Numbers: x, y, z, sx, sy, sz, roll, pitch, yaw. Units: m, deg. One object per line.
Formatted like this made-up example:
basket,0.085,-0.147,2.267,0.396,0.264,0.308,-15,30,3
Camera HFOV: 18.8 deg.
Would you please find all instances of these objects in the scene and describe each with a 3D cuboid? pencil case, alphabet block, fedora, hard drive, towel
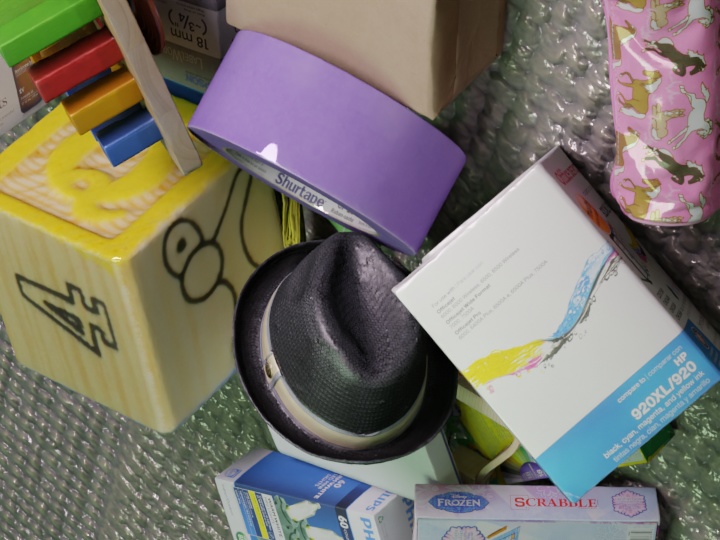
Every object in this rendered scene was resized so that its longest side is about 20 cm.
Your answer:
pencil case,0.208,-0.126,1.475,0.086,0.083,0.201,19,133,35
alphabet block,-0.191,-0.018,1.849,0.195,0.195,0.201,20,138,31
fedora,-0.004,0.044,1.665,0.200,0.200,0.092,41,147,12
hard drive,-0.010,0.123,1.813,0.199,0.025,0.133,15,137,41
towel,-0.051,0.024,1.836,0.018,0.087,0.201,-3,135,2

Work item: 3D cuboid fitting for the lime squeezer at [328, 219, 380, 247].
lime squeezer,0.000,0.000,1.815,0.070,0.038,0.201,-15,109,49

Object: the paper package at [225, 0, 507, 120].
paper package,0.006,-0.237,1.567,0.199,0.103,0.192,27,136,25

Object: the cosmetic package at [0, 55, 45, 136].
cosmetic package,-0.313,-0.197,1.832,0.051,0.200,0.152,14,130,35

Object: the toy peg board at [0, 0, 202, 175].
toy peg board,-0.228,-0.177,1.647,0.200,0.097,0.200,54,170,44

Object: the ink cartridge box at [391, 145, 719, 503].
ink cartridge box,0.147,0.034,1.571,0.144,0.147,0.200,-41,88,13

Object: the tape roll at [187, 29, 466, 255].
tape roll,-0.025,-0.095,1.640,0.199,0.086,0.200,28,176,2

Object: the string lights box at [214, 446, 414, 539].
string lights box,-0.029,0.226,1.909,0.199,0.059,0.104,7,122,44

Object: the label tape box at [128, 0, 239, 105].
label tape box,-0.147,-0.200,1.777,0.143,0.063,0.201,23,134,31

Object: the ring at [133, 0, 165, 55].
ring,-0.203,-0.255,1.665,0.201,0.019,0.201,52,168,15

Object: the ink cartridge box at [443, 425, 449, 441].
ink cartridge box,0.019,0.141,1.890,0.103,0.059,0.201,32,138,25

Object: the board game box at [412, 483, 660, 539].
board game box,0.139,0.261,1.800,0.197,0.041,0.201,1,129,-1

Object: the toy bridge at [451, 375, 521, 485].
toy bridge,0.108,0.103,1.723,0.067,0.027,0.201,31,137,25

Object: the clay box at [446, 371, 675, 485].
clay box,0.146,0.107,1.749,0.199,0.048,0.116,-15,108,51
